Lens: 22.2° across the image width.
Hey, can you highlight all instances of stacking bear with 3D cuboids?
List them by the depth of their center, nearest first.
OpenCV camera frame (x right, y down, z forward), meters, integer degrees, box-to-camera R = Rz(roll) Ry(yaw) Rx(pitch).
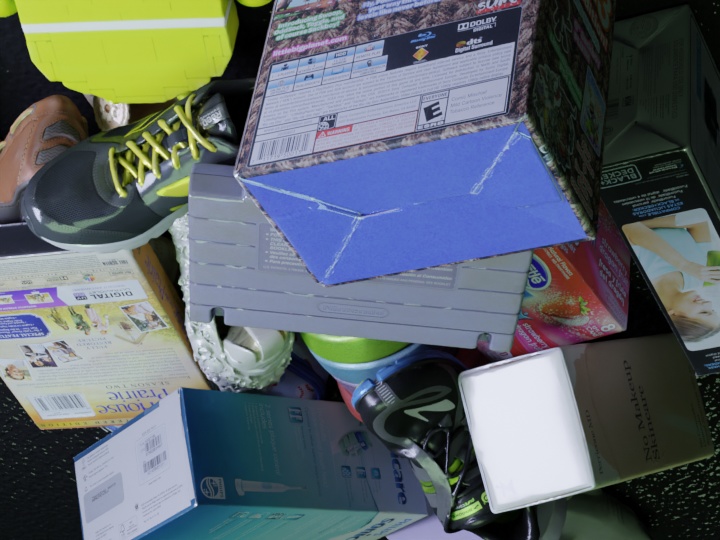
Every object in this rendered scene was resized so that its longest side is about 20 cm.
[{"bbox_3d":[0.000,0.000,1.193,0.121,0.114,0.200,-6,135,25],"label":"stacking bear"}]

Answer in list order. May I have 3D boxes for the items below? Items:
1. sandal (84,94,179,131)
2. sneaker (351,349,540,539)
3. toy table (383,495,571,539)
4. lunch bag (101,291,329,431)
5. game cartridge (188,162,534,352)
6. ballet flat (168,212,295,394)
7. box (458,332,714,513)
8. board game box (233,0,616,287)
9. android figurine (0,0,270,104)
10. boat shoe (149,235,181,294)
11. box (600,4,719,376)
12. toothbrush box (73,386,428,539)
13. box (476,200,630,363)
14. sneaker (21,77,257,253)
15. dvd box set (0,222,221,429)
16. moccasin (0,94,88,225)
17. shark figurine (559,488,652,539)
[{"bbox_3d":[-0.127,-0.064,1.167,0.077,0.070,0.212,-6,139,22],"label":"sandal"},{"bbox_3d":[0.065,0.120,1.181,0.071,0.083,0.200,-33,132,9],"label":"sneaker"},{"bbox_3d":[0.094,0.173,1.350,0.184,0.200,0.117,-44,132,3],"label":"toy table"},{"bbox_3d":[-0.124,0.070,1.340,0.160,0.076,0.200,32,137,-22],"label":"lunch bag"},{"bbox_3d":[-0.001,-0.009,1.071,0.199,0.039,0.130,6,139,-1],"label":"game cartridge"},{"bbox_3d":[-0.079,0.018,1.177,0.071,0.072,0.201,-2,132,16],"label":"ballet flat"},{"bbox_3d":[0.152,0.097,1.205,0.077,0.095,0.200,-18,173,31],"label":"box"},{"bbox_3d":[0.041,-0.109,0.957,0.159,0.201,0.097,-9,140,26],"label":"board game box"},{"bbox_3d":[-0.136,-0.172,1.041,0.181,0.041,0.201,-2,135,9],"label":"android figurine"},{"bbox_3d":[-0.212,0.014,1.274,0.200,0.074,0.063,-15,150,35],"label":"boat shoe"},{"bbox_3d":[0.195,-0.043,1.078,0.060,0.117,0.200,-12,136,23],"label":"box"},{"bbox_3d":[-0.076,0.151,1.280,0.199,0.086,0.146,9,151,-37],"label":"toothbrush box"},{"bbox_3d":[0.079,-0.042,1.122,0.099,0.096,0.200,-16,136,30],"label":"box"},{"bbox_3d":[-0.105,-0.074,1.072,0.199,0.075,0.085,-21,161,-10],"label":"sneaker"},{"bbox_3d":[-0.184,0.039,1.218,0.146,0.030,0.200,-5,142,16],"label":"dvd box set"},{"bbox_3d":[-0.219,-0.057,1.199,0.073,0.078,0.201,3,161,-15],"label":"moccasin"},{"bbox_3d":[0.121,0.204,1.443,0.213,0.090,0.128,0,140,11],"label":"shark figurine"}]
